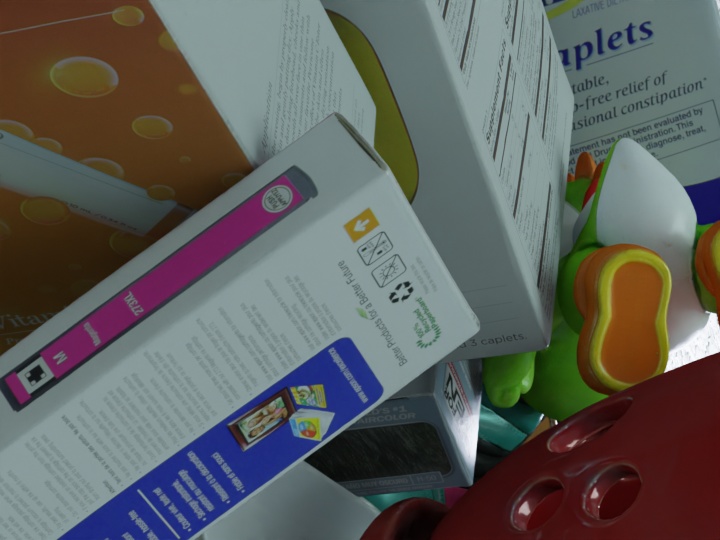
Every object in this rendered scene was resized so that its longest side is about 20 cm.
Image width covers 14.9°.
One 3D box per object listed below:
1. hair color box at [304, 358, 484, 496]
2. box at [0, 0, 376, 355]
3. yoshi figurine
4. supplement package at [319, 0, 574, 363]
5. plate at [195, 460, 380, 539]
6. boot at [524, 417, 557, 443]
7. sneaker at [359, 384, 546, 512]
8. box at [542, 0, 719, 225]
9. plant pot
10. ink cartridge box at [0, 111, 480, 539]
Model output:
[{"bbox_3d":[0.000,0.000,1.144,0.200,0.099,0.061,-81,158,-43],"label":"hair color box"},{"bbox_3d":[-0.085,-0.060,0.850,0.200,0.124,0.098,59,29,-52],"label":"box"},{"bbox_3d":[0.105,0.022,1.100,0.112,0.112,0.200,37,-3,-12],"label":"yoshi figurine"},{"bbox_3d":[-0.021,-0.082,1.022,0.151,0.152,0.200,-80,156,-46],"label":"supplement package"},{"bbox_3d":[-0.018,0.159,0.969,0.200,0.032,0.200,40,34,-59],"label":"plate"},{"bbox_3d":[0.029,0.020,1.276,0.155,0.074,0.200,57,15,-53],"label":"boot"},{"bbox_3d":[0.039,0.094,1.210,0.121,0.084,0.200,-59,148,-15],"label":"sneaker"},{"bbox_3d":[0.096,-0.137,1.221,0.184,0.105,0.200,-100,170,-52],"label":"box"},{"bbox_3d":[0.099,0.143,0.977,0.200,0.182,0.200,55,23,-38],"label":"plant pot"},{"bbox_3d":[-0.063,0.044,0.826,0.037,0.200,0.095,49,-5,37],"label":"ink cartridge box"}]
